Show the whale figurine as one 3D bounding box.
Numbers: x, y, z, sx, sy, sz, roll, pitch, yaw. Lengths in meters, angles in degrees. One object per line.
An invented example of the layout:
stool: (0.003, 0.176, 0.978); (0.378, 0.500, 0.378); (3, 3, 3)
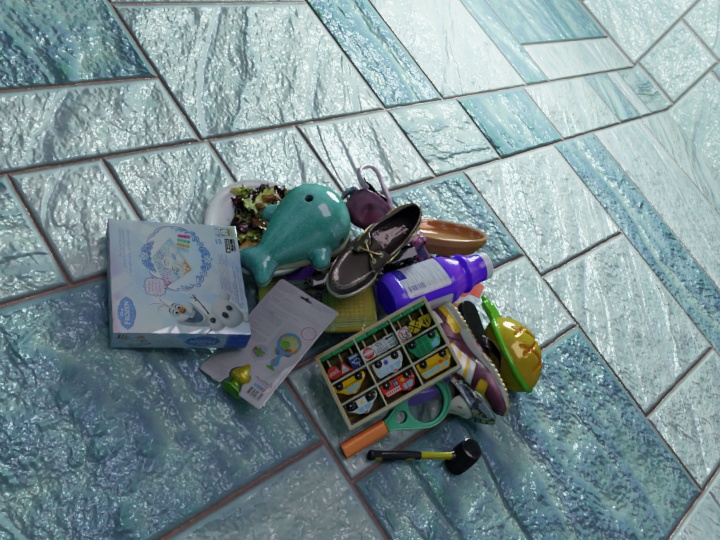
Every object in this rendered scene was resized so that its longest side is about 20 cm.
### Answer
whale figurine: (-0.106, -0.062, 1.307); (0.199, 0.105, 0.159); (-34, 61, -23)

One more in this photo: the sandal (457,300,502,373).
sandal: (0.222, 0.148, 1.469); (0.075, 0.045, 0.204); (3, 70, -54)

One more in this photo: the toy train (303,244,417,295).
toy train: (0.000, 0.000, 1.340); (0.197, 0.046, 0.035); (-16, 72, -17)

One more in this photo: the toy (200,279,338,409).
toy: (-0.135, 0.115, 1.247); (0.114, 0.048, 0.200); (29, 54, 19)

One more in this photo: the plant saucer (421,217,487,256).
plant saucer: (0.148, -0.065, 1.608); (0.196, 0.038, 0.200); (8, 14, -2)

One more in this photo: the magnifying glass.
magnifying glass: (0.056, 0.232, 1.281); (0.198, 0.022, 0.081); (-28, 96, -17)

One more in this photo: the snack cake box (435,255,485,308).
snack cake box: (0.152, 0.066, 1.546); (0.114, 0.067, 0.201); (38, 40, -3)

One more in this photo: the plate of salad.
plate of salad: (-0.164, -0.080, 1.386); (0.196, 0.048, 0.203); (8, 55, -11)

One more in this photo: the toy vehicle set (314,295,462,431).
toy vehicle set: (0.042, 0.143, 1.267); (0.198, 0.027, 0.126); (-29, 75, -4)

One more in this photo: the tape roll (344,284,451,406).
tape roll: (0.074, 0.120, 1.378); (0.196, 0.066, 0.203); (5, 62, -10)

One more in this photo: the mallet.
mallet: (0.098, 0.303, 1.326); (0.196, 0.066, 0.042); (2, 51, -21)

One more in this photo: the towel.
towel: (-0.068, 0.047, 1.342); (0.196, 0.023, 0.145); (-3, 50, -4)

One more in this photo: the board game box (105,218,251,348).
board game box: (-0.272, 0.019, 1.217); (0.196, 0.044, 0.203); (4, 53, -24)

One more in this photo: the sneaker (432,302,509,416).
sneaker: (0.158, 0.155, 1.310); (0.089, 0.075, 0.202); (-30, 75, -6)

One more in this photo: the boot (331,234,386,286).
boot: (-0.012, -0.044, 1.493); (0.156, 0.079, 0.213); (-18, 73, -45)

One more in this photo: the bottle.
bottle: (0.127, 0.020, 1.363); (0.197, 0.066, 0.084); (-18, 46, -22)

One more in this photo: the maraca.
maraca: (0.277, 0.139, 1.553); (0.137, 0.106, 0.202); (42, 23, -59)

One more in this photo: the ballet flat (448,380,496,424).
ballet flat: (0.151, 0.207, 1.437); (0.200, 0.074, 0.074); (48, 40, 8)

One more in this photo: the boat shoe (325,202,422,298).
boat shoe: (0.024, -0.036, 1.300); (0.199, 0.060, 0.072); (-40, 81, -22)

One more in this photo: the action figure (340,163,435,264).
action figure: (0.060, -0.079, 1.420); (0.199, 0.150, 0.134); (37, 36, 8)
